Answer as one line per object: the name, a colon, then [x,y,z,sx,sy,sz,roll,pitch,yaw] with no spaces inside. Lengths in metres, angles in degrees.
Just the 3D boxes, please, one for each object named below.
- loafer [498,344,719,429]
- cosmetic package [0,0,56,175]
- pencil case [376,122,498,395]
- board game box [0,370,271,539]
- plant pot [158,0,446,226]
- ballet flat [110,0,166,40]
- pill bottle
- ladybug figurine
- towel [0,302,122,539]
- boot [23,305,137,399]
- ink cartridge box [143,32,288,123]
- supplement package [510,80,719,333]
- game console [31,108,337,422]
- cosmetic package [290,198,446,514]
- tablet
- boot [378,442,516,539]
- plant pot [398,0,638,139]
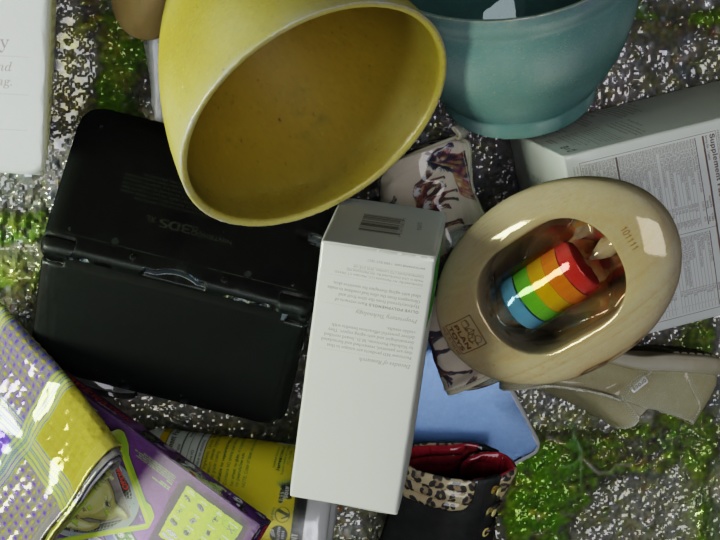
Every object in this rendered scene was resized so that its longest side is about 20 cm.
loafer: [0.202,0.095,1.273,0.199,0.076,0.069,2,90,-11]
cosmetic package: [-0.297,-0.179,1.086,0.167,0.166,0.201,2,100,-10]
pencil case: [0.076,-0.009,1.205,0.089,0.078,0.201,-20,87,15]
board game box: [-0.176,0.177,1.146,0.200,0.032,0.120,34,97,15]
plant pot: [-0.062,-0.150,1.075,0.200,0.142,0.200,-24,148,-16]
ballet flat: [-0.129,-0.263,1.103,0.068,0.063,0.201,19,83,-6]
pill bottle: [-0.120,0.184,1.211,0.199,0.112,0.113,6,101,4]
ladybug figurine: [0.141,0.004,1.101,0.200,0.072,0.136,-30,94,32]
towel: [-0.268,0.121,1.153,0.200,0.023,0.144,46,107,26]
boot: [-0.159,0.042,1.214,0.199,0.070,0.132,20,100,-2]
ink cartridge box: [-0.083,-0.161,1.180,0.162,0.057,0.201,-4,105,-10]
supplement package: [0.242,-0.051,1.211,0.199,0.152,0.151,-14,104,-7]
game console: [-0.131,-0.002,1.162,0.199,0.116,0.176,14,69,-3]
cosmetic package: [0.005,0.061,1.126,0.085,0.108,0.201,8,112,4]
tablet: [0.053,0.095,1.282,0.130,0.014,0.200,-28,104,-3]
boot: [0.104,0.223,1.278,0.199,0.073,0.151,8,112,-4]
plant pot: [0.114,-0.184,1.156,0.200,0.201,0.134,-17,130,-6]
